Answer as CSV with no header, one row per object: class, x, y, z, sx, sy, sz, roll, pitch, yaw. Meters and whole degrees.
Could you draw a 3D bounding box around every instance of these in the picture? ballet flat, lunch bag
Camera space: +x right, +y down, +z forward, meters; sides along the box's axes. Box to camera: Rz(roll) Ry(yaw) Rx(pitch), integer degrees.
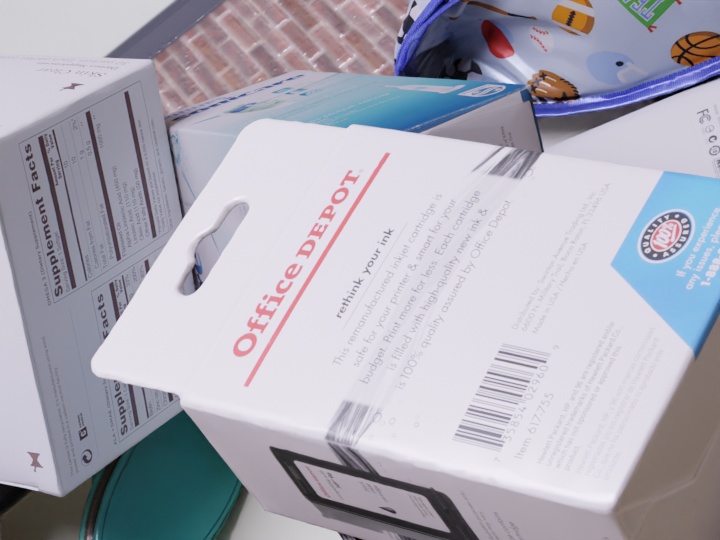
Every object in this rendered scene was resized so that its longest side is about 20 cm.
ballet flat,-0.082,0.069,1.020,0.070,0.067,0.200,-17,41,54
lunch bag,0.112,-0.166,1.041,0.200,0.124,0.170,-18,36,29

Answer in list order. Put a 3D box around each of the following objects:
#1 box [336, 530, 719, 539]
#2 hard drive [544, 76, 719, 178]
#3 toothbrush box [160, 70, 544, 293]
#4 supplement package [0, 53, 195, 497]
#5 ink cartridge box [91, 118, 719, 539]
box,0.095,0.127,0.746,0.124,0.200,0.197,-36,43,-1
hard drive,0.130,-0.017,0.974,0.199,0.027,0.132,-22,46,14
toothbrush box,0.000,0.000,0.904,0.085,0.147,0.200,-21,17,-24
supplement package,-0.186,-0.006,0.953,0.199,0.156,0.111,5,26,32
ink cartridge box,0.028,0.024,0.681,0.200,0.068,0.116,12,58,37
